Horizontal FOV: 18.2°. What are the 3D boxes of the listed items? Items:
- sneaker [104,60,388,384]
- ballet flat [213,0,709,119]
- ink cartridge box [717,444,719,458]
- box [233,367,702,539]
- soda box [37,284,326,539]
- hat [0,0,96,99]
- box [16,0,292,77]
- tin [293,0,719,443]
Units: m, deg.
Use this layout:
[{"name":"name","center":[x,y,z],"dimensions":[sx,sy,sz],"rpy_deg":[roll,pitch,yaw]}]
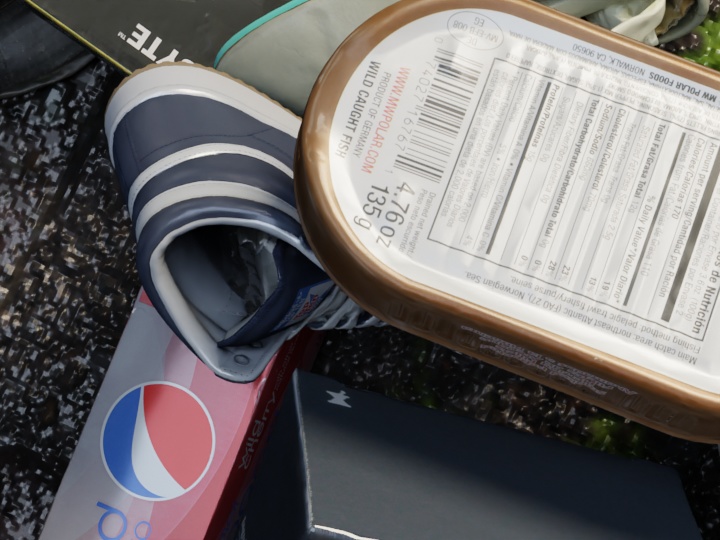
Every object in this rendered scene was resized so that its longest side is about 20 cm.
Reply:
[{"name":"sneaker","center":[0.000,0.000,0.821],"dimensions":[0.199,0.109,0.070],"rpy_deg":[20,120,-23]},{"name":"ballet flat","center":[0.043,-0.088,0.857],"dimensions":[0.199,0.067,0.064],"rpy_deg":[-21,63,-14]},{"name":"ink cartridge box","center":[0.224,0.048,0.783],"dimensions":[0.199,0.147,0.147],"rpy_deg":[-9,69,8]},{"name":"box","center":[0.018,0.159,0.777],"dimensions":[0.148,0.107,0.201],"rpy_deg":[15,113,-11]},{"name":"soda box","center":[-0.081,0.097,0.878],"dimensions":[0.063,0.070,0.201],"rpy_deg":[22,87,12]},{"name":"hat","center":[-0.181,-0.161,0.922],"dimensions":[0.199,0.081,0.202],"rpy_deg":[-1,82,9]},{"name":"box","center":[-0.074,-0.160,0.876],"dimensions":[0.200,0.049,0.160],"rpy_deg":[35,88,-18]},{"name":"tin","center":[0.075,-0.018,0.713],"dimensions":[0.199,0.042,0.112],"rpy_deg":[20,80,2]}]
